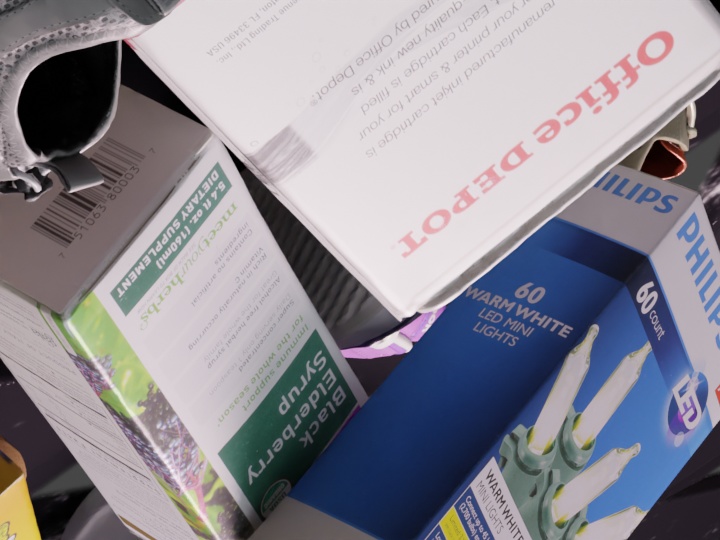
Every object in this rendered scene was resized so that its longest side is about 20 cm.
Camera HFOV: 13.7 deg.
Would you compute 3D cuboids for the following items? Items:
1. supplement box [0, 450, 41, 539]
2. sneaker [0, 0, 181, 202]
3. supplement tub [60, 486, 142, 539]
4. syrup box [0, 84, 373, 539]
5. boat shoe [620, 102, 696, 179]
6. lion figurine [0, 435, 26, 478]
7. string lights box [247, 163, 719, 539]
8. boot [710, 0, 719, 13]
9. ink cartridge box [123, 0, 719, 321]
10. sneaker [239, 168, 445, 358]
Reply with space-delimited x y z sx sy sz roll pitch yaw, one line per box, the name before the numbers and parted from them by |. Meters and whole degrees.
supplement box | -0.168 0.093 0.900 0.110 0.109 0.200 -46 167 -16
sneaker | -0.108 -0.040 0.801 0.075 0.082 0.200 -44 175 -34
supplement tub | -0.040 0.158 1.434 0.140 0.140 0.200 -43 155 24
syrup box | -0.064 0.026 1.005 0.079 0.081 0.200 -50 143 -17
boat shoe | 0.100 -0.051 1.194 0.200 0.063 0.071 -53 169 -43
lion figurine | -0.185 0.081 1.188 0.122 0.073 0.200 -37 163 16
string lights box | 0.054 0.065 1.063 0.200 0.059 0.103 -49 138 -22
boot | 0.088 -0.114 1.130 0.200 0.076 0.074 -27 160 -10
ink cartridge box | 0.005 -0.099 0.930 0.146 0.085 0.200 -39 130 6
sneaker | 0.000 -0.001 1.140 0.114 0.073 0.200 10 176 -30
